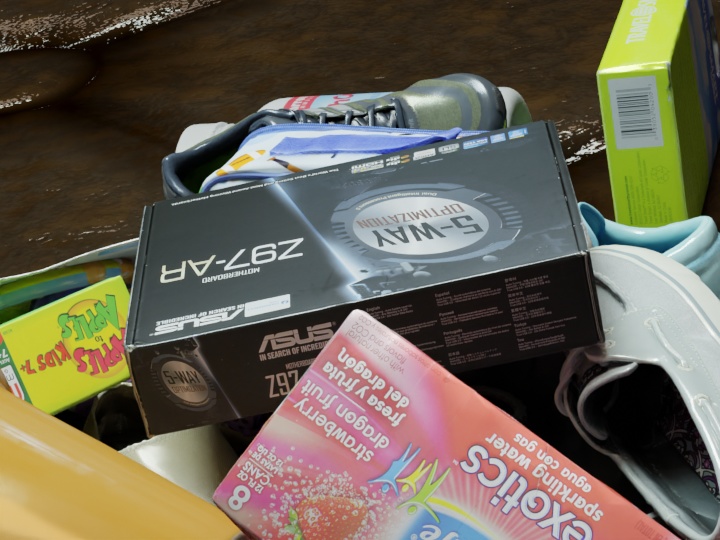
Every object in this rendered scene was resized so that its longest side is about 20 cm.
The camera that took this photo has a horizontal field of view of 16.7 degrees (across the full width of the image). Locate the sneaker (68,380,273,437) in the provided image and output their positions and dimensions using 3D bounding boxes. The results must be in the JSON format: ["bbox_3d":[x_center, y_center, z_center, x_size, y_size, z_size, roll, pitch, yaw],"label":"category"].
[{"bbox_3d":[-0.077,0.056,1.227,0.199,0.084,0.081,-19,18,50],"label":"sneaker"}]

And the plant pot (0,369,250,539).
[{"bbox_3d":[-0.143,0.137,0.976,0.182,0.202,0.200,15,29,13],"label":"plant pot"}]

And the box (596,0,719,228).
[{"bbox_3d":[0.181,-0.101,1.456,0.047,0.123,0.200,-3,24,15],"label":"box"}]

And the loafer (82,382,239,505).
[{"bbox_3d":[-0.082,0.109,1.143,0.075,0.069,0.200,-22,27,-29],"label":"loafer"}]

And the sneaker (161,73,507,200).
[{"bbox_3d":[-0.017,-0.058,1.320,0.199,0.074,0.081,-20,-19,10],"label":"sneaker"}]

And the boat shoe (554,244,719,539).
[{"bbox_3d":[0.123,0.049,1.033,0.071,0.070,0.201,3,29,-30],"label":"boat shoe"}]

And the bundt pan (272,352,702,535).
[{"bbox_3d":[0.050,0.090,1.088,0.200,0.076,0.202,10,26,-5],"label":"bundt pan"}]

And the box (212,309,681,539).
[{"bbox_3d":[0.054,0.117,0.913,0.199,0.100,0.096,36,81,22],"label":"box"}]

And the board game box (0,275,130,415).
[{"bbox_3d":[-0.196,0.066,1.190,0.101,0.048,0.199,-26,1,-41],"label":"board game box"}]

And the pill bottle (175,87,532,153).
[{"bbox_3d":[-0.002,-0.047,1.416,0.198,0.110,0.109,-2,25,15],"label":"pill bottle"}]

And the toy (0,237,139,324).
[{"bbox_3d":[-0.160,0.026,1.300,0.114,0.048,0.200,-17,-2,-10],"label":"toy"}]

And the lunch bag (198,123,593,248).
[{"bbox_3d":[0.020,0.000,1.239,0.198,0.161,0.076,2,26,25],"label":"lunch bag"}]

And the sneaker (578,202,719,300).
[{"bbox_3d":[0.101,0.001,1.306,0.198,0.083,0.074,-5,23,9],"label":"sneaker"}]

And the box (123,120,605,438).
[{"bbox_3d":[0.000,0.000,1.080,0.198,0.044,0.160,-12,23,4],"label":"box"}]
